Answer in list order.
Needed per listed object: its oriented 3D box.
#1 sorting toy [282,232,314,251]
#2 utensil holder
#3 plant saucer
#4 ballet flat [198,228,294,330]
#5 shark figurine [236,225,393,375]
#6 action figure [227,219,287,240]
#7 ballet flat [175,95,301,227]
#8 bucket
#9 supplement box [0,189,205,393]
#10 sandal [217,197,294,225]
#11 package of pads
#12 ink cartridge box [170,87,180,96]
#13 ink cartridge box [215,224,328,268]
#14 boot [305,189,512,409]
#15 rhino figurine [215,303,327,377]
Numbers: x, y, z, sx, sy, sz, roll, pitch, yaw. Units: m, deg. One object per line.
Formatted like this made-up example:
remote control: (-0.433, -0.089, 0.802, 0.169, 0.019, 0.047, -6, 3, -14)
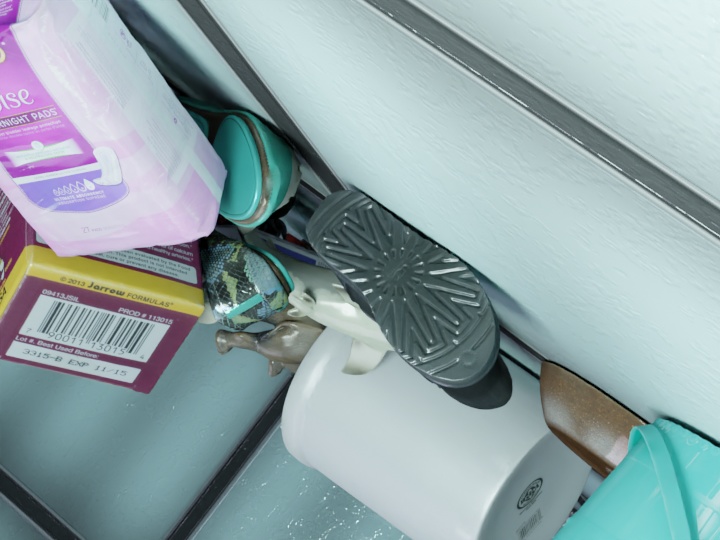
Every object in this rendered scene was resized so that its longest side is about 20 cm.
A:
sorting toy: (-0.023, 0.039, 1.684, 0.200, 0.070, 0.199, 38, -178, -11)
utensil holder: (0.065, 0.131, 1.341, 0.200, 0.170, 0.170, 33, 174, 31)
plant saucer: (0.196, 0.137, 1.163, 0.200, 0.037, 0.200, 39, 176, 3)
ballet flat: (-0.115, 0.001, 1.217, 0.074, 0.074, 0.200, 39, 172, -22)
shark figurine: (-0.021, -0.004, 1.257, 0.214, 0.090, 0.128, 31, 144, -11)
action figure: (-0.135, -0.079, 1.467, 0.200, 0.070, 0.130, 36, 171, -31)
ballet flat: (-0.079, -0.074, 1.113, 0.070, 0.068, 0.200, 12, -169, -32)
bucket: (0.203, 0.190, 0.970, 0.207, 0.135, 0.207, 37, 175, 4)
supplement box: (-0.193, -0.031, 1.178, 0.130, 0.103, 0.201, 16, -137, -25)
sandal: (-0.142, -0.065, 1.370, 0.199, 0.045, 0.075, 10, 146, 27)
package of pads: (-0.176, -0.094, 0.998, 0.120, 0.076, 0.200, -9, 136, 26)
ink cartridge box: (-0.215, -0.109, 1.328, 0.200, 0.162, 0.057, 54, -142, 4)
ink cartridge box: (-0.098, 0.003, 1.437, 0.199, 0.044, 0.196, 2, 167, 44)
boot: (0.055, 0.048, 1.085, 0.165, 0.066, 0.200, 50, 176, 34)
rhino figurine: (-0.035, 0.064, 1.409, 0.087, 0.060, 0.200, -2, 166, 27)
